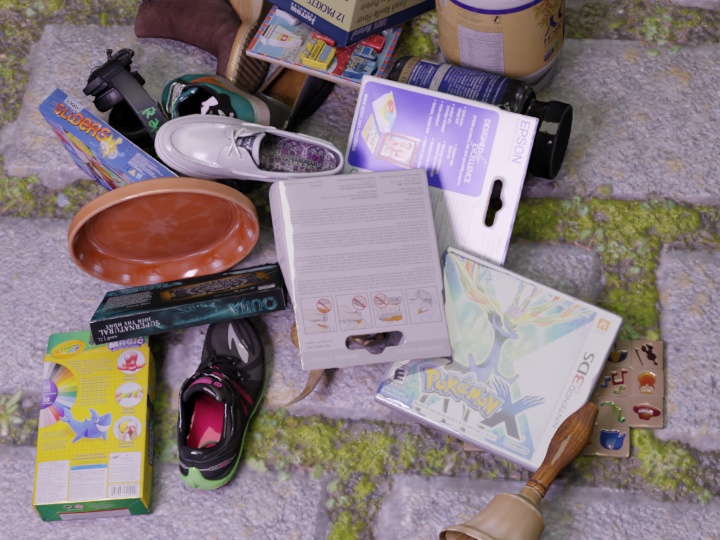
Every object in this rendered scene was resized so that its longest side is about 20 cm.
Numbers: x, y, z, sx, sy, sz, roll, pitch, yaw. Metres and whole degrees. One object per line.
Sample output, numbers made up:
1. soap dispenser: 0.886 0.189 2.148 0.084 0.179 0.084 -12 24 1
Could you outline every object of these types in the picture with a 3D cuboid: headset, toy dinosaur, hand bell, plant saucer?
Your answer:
1. headset: -0.259 -0.199 1.819 0.094 0.124 0.200 -39 39 -13
2. toy dinosaur: -0.029 0.067 1.673 0.101 0.058 0.200 -13 49 17
3. hand bell: 0.172 0.204 1.527 0.104 0.104 0.200 28 64 21
4. plant saucer: -0.206 -0.043 1.664 0.200 0.200 0.032 -11 62 0

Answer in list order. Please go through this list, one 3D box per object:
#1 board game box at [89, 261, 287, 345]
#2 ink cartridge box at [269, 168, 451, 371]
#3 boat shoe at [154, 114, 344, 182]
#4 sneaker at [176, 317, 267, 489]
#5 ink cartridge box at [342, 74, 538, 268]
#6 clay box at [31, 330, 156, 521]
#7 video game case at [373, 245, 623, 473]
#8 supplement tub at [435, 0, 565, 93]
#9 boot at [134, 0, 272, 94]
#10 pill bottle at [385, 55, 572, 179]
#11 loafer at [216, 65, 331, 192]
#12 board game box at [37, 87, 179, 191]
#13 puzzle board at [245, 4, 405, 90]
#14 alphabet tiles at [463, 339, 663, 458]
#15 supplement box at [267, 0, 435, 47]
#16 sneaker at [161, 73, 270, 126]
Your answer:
1. board game box: -0.176 0.032 1.667 0.200 0.135 0.028 -10 102 1
2. ink cartridge box: 0.000 0.000 1.618 0.161 0.050 0.200 -5 80 -14
3. boat shoe: -0.113 -0.123 1.658 0.200 0.069 0.072 16 78 -8
4. sneaker: -0.142 0.124 1.623 0.077 0.084 0.200 2 57 7
5. ink cartridge box: 0.077 -0.090 1.691 0.200 0.043 0.198 16 99 16
6. clay box: -0.272 0.156 1.641 0.115 0.048 0.200 -4 57 4
7. video game case: 0.141 0.091 1.616 0.200 0.022 0.182 23 75 14
8. supplement tub: 0.157 -0.295 1.775 0.145 0.200 0.145 -3 59 5
9. boot: -0.193 -0.282 1.902 0.166 0.072 0.200 -2 59 20
10. pill bottle: 0.127 -0.164 1.751 0.200 0.112 0.112 15 62 16
11. loafer: -0.106 -0.178 1.811 0.073 0.072 0.200 23 64 18
12. board game box: -0.257 -0.107 1.748 0.200 0.135 0.034 36 76 24
13. puzzle board: -0.035 -0.274 1.825 0.151 0.017 0.200 18 34 2
14. alphabet tiles: 0.211 0.113 1.633 0.200 0.008 0.167 2 59 8
15. supplement box: 0.013 -0.395 1.818 0.134 0.200 0.200 34 41 24
16. sneaker: -0.183 -0.186 1.777 0.200 0.080 0.071 22 101 53
